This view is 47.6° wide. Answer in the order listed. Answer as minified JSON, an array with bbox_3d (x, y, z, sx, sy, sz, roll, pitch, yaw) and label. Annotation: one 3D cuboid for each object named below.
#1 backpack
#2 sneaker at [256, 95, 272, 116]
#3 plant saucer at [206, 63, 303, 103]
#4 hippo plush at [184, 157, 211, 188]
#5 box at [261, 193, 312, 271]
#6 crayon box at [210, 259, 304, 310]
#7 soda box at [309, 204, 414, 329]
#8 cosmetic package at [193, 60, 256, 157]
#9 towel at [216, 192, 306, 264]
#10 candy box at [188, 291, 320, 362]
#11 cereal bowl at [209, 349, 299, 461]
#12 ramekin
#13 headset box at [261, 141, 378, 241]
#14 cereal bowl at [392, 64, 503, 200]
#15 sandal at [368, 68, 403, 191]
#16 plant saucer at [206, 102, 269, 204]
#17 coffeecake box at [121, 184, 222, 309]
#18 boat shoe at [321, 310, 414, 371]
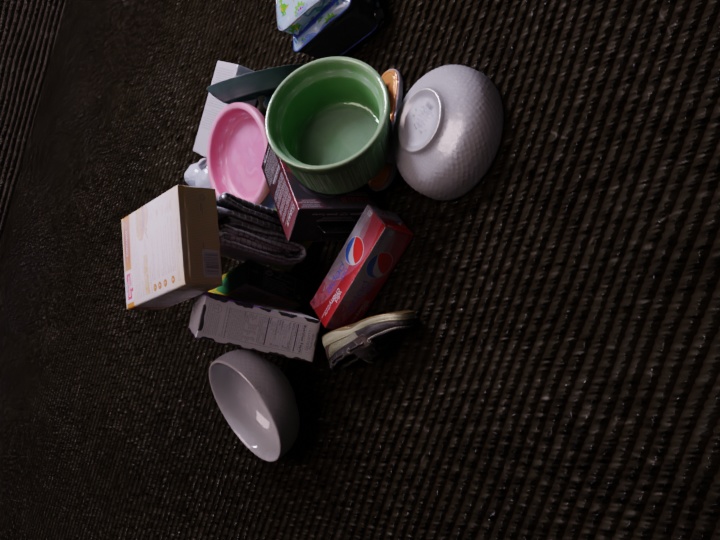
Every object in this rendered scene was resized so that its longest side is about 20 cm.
[{"bbox_3d":[-0.062,-0.504,1.464,0.181,0.145,0.205,-28,57,41],"label":"backpack"},{"bbox_3d":[-0.203,-0.253,1.623,0.076,0.079,0.203,44,115,45],"label":"sneaker"},{"bbox_3d":[-0.197,-0.356,1.575,0.198,0.197,0.037,-3,104,50],"label":"plant saucer"},{"bbox_3d":[-0.342,-0.153,1.706,0.198,0.157,0.165,17,94,52],"label":"hippo plush"},{"bbox_3d":[-0.146,-0.114,1.539,0.122,0.047,0.203,-49,47,31],"label":"box"},{"bbox_3d":[-0.210,0.052,1.509,0.198,0.124,0.053,-26,52,44],"label":"crayon box"},{"bbox_3d":[0.000,0.000,1.310,0.202,0.069,0.064,-59,44,21],"label":"soda box"},{"bbox_3d":[-0.284,-0.336,1.753,0.101,0.070,0.205,26,100,50],"label":"cosmetic package"},{"bbox_3d":[-0.207,-0.068,1.411,0.163,0.197,0.088,1,79,49],"label":"towel"},{"bbox_3d":[-0.181,0.091,1.373,0.167,0.195,0.074,-174,97,-73],"label":"candy box"},{"bbox_3d":[-0.170,0.221,1.404,0.199,0.083,0.204,35,141,34],"label":"cereal bowl"},{"bbox_3d":[-0.041,-0.219,1.270,0.194,0.098,0.205,-6,65,12],"label":"ramekin"},{"bbox_3d":[-0.067,-0.131,1.358,0.076,0.145,0.203,114,144,-43],"label":"headset box"},{"bbox_3d":[0.114,-0.212,1.217,0.198,0.082,0.206,-19,66,48],"label":"cereal bowl"},{"bbox_3d":[0.023,-0.237,1.354,0.078,0.058,0.213,-6,75,50],"label":"sandal"},{"bbox_3d":[-0.218,-0.213,1.548,0.198,0.050,0.207,6,99,44],"label":"plant saucer"},{"bbox_3d":[-0.308,-0.032,1.318,0.198,0.072,0.158,-18,75,46],"label":"coffeecake box"},{"bbox_3d":[0.016,0.110,1.269,0.198,0.072,0.067,-25,72,49],"label":"boat shoe"}]
